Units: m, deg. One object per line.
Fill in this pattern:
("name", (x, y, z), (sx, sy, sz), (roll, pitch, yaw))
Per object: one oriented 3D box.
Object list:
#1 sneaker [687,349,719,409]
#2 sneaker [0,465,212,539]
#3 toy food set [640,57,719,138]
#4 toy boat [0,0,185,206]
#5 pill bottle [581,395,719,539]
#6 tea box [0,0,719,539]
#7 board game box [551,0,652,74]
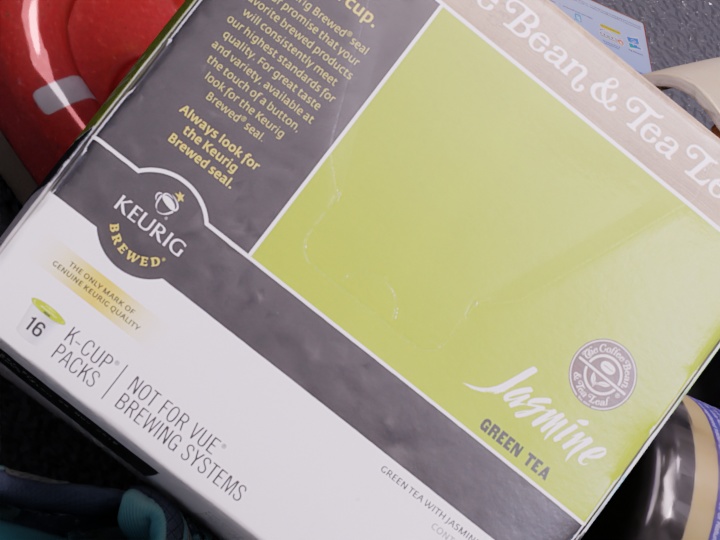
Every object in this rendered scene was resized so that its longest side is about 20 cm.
("sneaker", (0.138, -0.012, 1.141), (0.200, 0.075, 0.106), (-49, 127, -31))
("sneaker", (-0.070, 0.115, 0.942), (0.200, 0.086, 0.078), (22, 43, -26))
("toy food set", (0.183, 0.002, 1.091), (0.143, 0.060, 0.200), (-14, 68, -52))
("toy boat", (-0.055, -0.063, 1.081), (0.130, 0.131, 0.200), (-23, 72, -50))
("pill bottle", (0.152, 0.121, 1.072), (0.200, 0.112, 0.112), (24, 42, -26))
("tea box", (0.000, 0.000, 0.963), (0.200, 0.134, 0.197), (39, 81, -6))
("board game box", (0.049, -0.104, 1.300), (0.200, 0.019, 0.103), (21, 42, -27))
